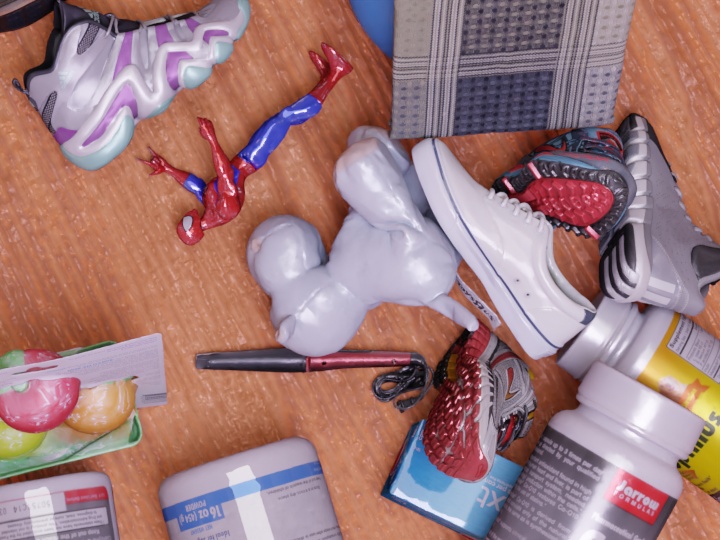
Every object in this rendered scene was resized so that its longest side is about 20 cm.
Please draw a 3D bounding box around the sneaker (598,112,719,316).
[{"bbox_3d":[0.256,-0.037,1.587,0.115,0.075,0.201,20,47,-14],"label":"sneaker"}]

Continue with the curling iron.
[{"bbox_3d":[-0.037,0.083,1.575,0.198,0.026,0.050,7,77,-5],"label":"curling iron"}]

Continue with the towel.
[{"bbox_3d":[0.116,-0.179,1.474,0.191,0.201,0.035,-4,53,-6],"label":"towel"}]

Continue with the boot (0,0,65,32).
[{"bbox_3d":[-0.314,-0.239,1.569,0.199,0.075,0.097,-30,88,-9],"label":"boot"}]

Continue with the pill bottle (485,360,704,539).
[{"bbox_3d":[0.174,0.179,1.458,0.113,0.114,0.201,29,90,-2],"label":"pill bottle"}]

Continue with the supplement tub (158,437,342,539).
[{"bbox_3d":[-0.071,0.242,1.485,0.131,0.132,0.201,-16,82,-9],"label":"supplement tub"}]

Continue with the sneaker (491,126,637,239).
[{"bbox_3d":[0.174,-0.085,1.538,0.096,0.200,0.079,-45,104,-12],"label":"sneaker"}]

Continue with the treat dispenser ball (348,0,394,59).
[{"bbox_3d":[0.084,-0.253,1.554,0.199,0.201,0.202,1,81,-7],"label":"treat dispenser ball"}]

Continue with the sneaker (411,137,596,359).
[{"bbox_3d":[0.117,-0.029,1.530,0.071,0.073,0.201,-33,96,15],"label":"sneaker"}]

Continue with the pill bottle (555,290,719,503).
[{"bbox_3d":[0.262,0.101,1.566,0.199,0.109,0.110,35,79,0],"label":"pill bottle"}]

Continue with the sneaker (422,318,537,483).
[{"bbox_3d":[0.104,0.107,1.512,0.082,0.200,0.078,33,116,-7],"label":"sneaker"}]

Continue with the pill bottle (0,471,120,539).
[{"bbox_3d":[-0.234,0.263,1.478,0.113,0.114,0.202,-9,82,-8],"label":"pill bottle"}]

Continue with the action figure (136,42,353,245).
[{"bbox_3d":[-0.105,-0.116,1.580,0.099,0.065,0.201,37,78,-9],"label":"action figure"}]

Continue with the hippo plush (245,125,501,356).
[{"bbox_3d":[0.000,0.000,1.556,0.160,0.159,0.201,-33,80,15],"label":"hippo plush"}]

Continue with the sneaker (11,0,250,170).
[{"bbox_3d":[-0.194,-0.193,1.555,0.200,0.078,0.140,-44,110,-12],"label":"sneaker"}]

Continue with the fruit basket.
[{"bbox_3d":[-0.240,0.091,1.464,0.184,0.200,0.094,-14,68,-8],"label":"fruit basket"}]

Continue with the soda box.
[{"bbox_3d":[0.121,0.195,1.557,0.199,0.064,0.068,26,79,-2],"label":"soda box"}]
